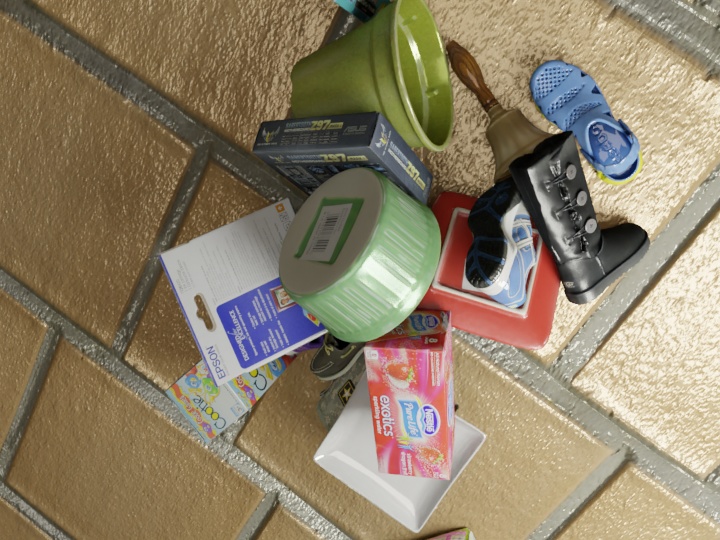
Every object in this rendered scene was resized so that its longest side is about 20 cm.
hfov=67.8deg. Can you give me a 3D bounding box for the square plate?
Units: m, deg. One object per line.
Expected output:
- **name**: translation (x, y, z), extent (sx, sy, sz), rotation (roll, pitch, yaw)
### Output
- **square plate**: translation (0.054, 0.262, 0.804), extent (0.196, 0.028, 0.202), rotation (33, 107, 7)

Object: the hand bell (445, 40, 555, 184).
- **hand bell**: translation (0.177, -0.233, 0.744), extent (0.103, 0.104, 0.202), rotation (-34, 80, 21)

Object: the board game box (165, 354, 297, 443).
- **board game box**: translation (-0.203, 0.167, 0.883), extent (0.103, 0.200, 0.105), rotation (-38, 93, 21)

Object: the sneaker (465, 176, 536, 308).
- **sneaker**: translation (0.184, -0.040, 0.689), extent (0.077, 0.202, 0.075), rotation (40, 141, -25)

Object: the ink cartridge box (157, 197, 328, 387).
- **ink cartridge box**: translation (-0.151, 0.028, 0.758), extent (0.197, 0.047, 0.201), rotation (-24, 88, -9)

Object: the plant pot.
- **plant pot**: translation (0.009, -0.247, 0.732), extent (0.181, 0.200, 0.205), rotation (-6, 103, 28)

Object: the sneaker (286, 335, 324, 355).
- **sneaker**: translation (-0.115, 0.067, 0.860), extent (0.082, 0.082, 0.201), rotation (-7, 146, 21)

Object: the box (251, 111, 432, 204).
- **box**: translation (-0.023, -0.143, 0.718), extent (0.197, 0.157, 0.052), rotation (6, 74, 36)

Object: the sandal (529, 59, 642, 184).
- **sandal**: translation (0.301, -0.197, 0.704), extent (0.200, 0.087, 0.080), rotation (46, 113, 2)

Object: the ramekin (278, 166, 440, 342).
- **ramekin**: translation (-0.009, -0.025, 0.652), extent (0.199, 0.202, 0.097), rotation (-38, 130, 22)

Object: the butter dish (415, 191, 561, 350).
- **butter dish**: translation (0.174, 0.017, 0.774), extent (0.196, 0.149, 0.202), rotation (17, 65, 10)

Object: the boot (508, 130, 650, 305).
- **boot**: translation (0.289, -0.085, 0.694), extent (0.065, 0.164, 0.202), rotation (-6, 118, 60)

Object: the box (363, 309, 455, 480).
- **box**: translation (0.069, 0.158, 0.692), extent (0.098, 0.096, 0.204), rotation (1, 116, 14)

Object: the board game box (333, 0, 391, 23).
- **board game box**: translation (-0.044, -0.394, 0.689), extent (0.151, 0.200, 0.047), rotation (44, 111, 1)

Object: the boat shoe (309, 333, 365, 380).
- **boat shoe**: translation (-0.022, 0.107, 0.855), extent (0.060, 0.073, 0.201), rotation (25, 128, -33)

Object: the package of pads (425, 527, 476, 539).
- **package of pads**: translation (0.140, 0.562, 0.959), extent (0.198, 0.068, 0.156), rotation (-28, 96, 20)

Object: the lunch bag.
- **lunch bag**: translation (0.035, 0.230, 0.878), extent (0.199, 0.117, 0.165), rotation (39, 109, 9)
